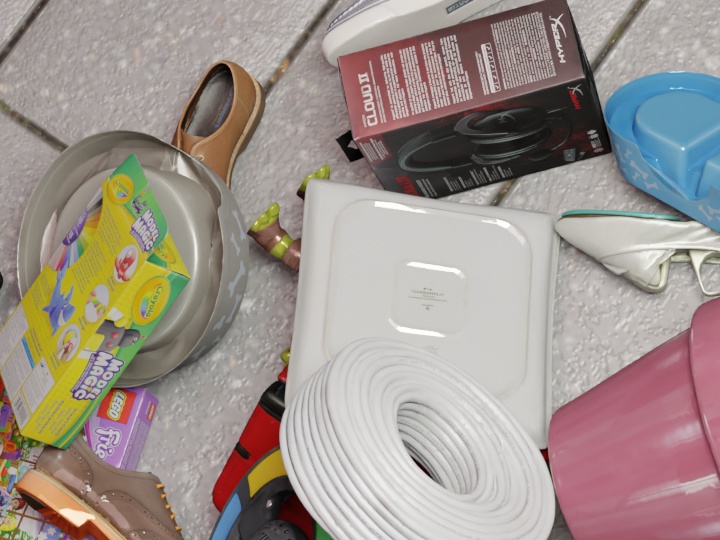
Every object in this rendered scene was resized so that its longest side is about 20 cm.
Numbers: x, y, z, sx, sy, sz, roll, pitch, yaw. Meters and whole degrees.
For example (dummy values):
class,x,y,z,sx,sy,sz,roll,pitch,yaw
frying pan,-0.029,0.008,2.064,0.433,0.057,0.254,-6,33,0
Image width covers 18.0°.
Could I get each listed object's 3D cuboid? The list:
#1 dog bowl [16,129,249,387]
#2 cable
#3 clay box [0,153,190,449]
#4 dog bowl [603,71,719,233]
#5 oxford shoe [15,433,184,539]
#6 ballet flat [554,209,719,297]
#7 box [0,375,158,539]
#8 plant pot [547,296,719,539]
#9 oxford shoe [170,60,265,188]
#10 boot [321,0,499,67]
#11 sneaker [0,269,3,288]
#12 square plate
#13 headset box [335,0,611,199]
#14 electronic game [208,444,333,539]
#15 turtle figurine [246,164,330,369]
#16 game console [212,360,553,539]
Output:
class,x,y,z,sx,sy,sz,roll,pitch,yaw
dog bowl,-0.174,-0.009,1.773,0.199,0.059,0.201,-1,87,30
cable,0.041,0.137,1.552,0.200,0.200,0.069,50,120,12
clay box,-0.197,0.022,1.701,0.200,0.048,0.115,-52,38,18
dog bowl,0.270,-0.082,1.691,0.111,0.050,0.200,-30,45,-30
oxford shoe,-0.160,0.193,1.714,0.200,0.071,0.073,36,70,-2
ballet flat,0.244,-0.013,1.705,0.199,0.069,0.070,0,72,11
box,-0.255,0.173,1.780,0.136,0.039,0.201,13,75,17
plant pot,0.239,0.130,1.598,0.179,0.200,0.201,-21,67,24
oxford shoe,-0.138,-0.076,1.820,0.071,0.071,0.201,14,79,16
boot,0.047,-0.241,1.831,0.199,0.073,0.091,-26,68,-5
sneaker,-0.335,0.093,1.818,0.200,0.073,0.112,-46,70,5
square plate,0.051,0.026,1.690,0.199,0.028,0.199,8,62,-6
headset box,0.080,-0.124,1.737,0.199,0.149,0.077,-15,68,8
electronic game,-0.064,0.215,1.599,0.200,0.042,0.201,-41,38,41
turtle figurine,0.000,0.000,1.759,0.200,0.064,0.161,-39,84,0
game console,0.019,0.147,1.701,0.200,0.119,0.173,34,120,9
